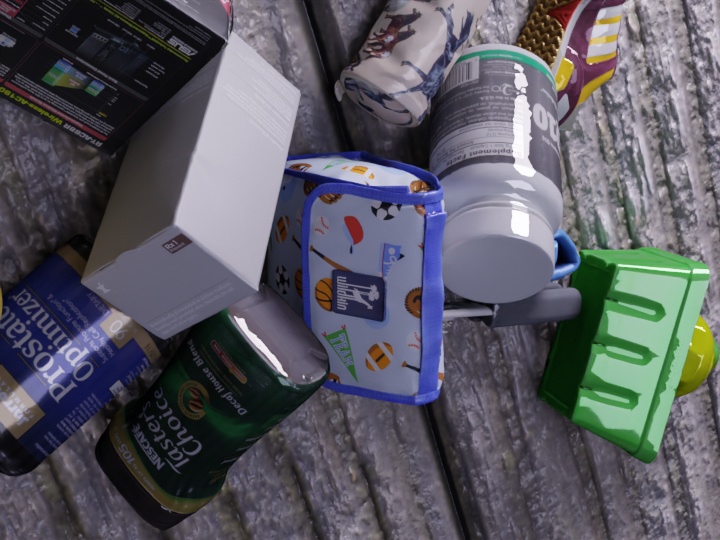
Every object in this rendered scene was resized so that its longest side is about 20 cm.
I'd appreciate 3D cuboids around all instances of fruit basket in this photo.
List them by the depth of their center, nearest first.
[{"bbox_3d":[0.300,0.083,1.176,0.213,0.155,0.219,-2,100,-13],"label":"fruit basket"}]

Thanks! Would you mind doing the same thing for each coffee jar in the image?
[{"bbox_3d":[-0.120,0.108,0.895,0.200,0.104,0.085,-48,170,27],"label":"coffee jar"}]

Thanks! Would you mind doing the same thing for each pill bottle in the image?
[{"bbox_3d":[-0.246,0.077,0.849,0.200,0.112,0.112,-43,121,-15],"label":"pill bottle"},{"bbox_3d":[0.112,-0.082,0.970,0.113,0.113,0.202,31,48,-33],"label":"pill bottle"}]

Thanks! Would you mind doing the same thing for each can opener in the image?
[{"bbox_3d":[0.126,0.024,1.098,0.198,0.052,0.067,2,101,-32],"label":"can opener"}]

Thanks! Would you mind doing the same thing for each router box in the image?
[{"bbox_3d":[-0.207,-0.180,0.784,0.199,0.063,0.149,30,131,-33],"label":"router box"}]

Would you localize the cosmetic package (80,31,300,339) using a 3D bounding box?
[{"bbox_3d":[-0.118,-0.063,0.835,0.090,0.106,0.202,37,45,-33],"label":"cosmetic package"}]

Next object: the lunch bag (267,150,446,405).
[{"bbox_3d":[0.000,0.000,0.927,0.123,0.199,0.172,-9,108,-29],"label":"lunch bag"}]

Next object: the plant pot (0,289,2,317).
[{"bbox_3d":[-0.321,0.013,0.756,0.201,0.199,0.142,-54,141,-7],"label":"plant pot"}]

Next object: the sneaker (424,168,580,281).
[{"bbox_3d":[0.122,-0.039,1.047,0.198,0.105,0.077,14,96,-34],"label":"sneaker"}]

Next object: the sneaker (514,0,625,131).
[{"bbox_3d":[0.211,-0.229,1.077,0.090,0.075,0.201,29,93,-41],"label":"sneaker"}]

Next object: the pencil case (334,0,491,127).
[{"bbox_3d":[0.056,-0.219,0.976,0.201,0.089,0.078,-60,150,-3],"label":"pencil case"}]
